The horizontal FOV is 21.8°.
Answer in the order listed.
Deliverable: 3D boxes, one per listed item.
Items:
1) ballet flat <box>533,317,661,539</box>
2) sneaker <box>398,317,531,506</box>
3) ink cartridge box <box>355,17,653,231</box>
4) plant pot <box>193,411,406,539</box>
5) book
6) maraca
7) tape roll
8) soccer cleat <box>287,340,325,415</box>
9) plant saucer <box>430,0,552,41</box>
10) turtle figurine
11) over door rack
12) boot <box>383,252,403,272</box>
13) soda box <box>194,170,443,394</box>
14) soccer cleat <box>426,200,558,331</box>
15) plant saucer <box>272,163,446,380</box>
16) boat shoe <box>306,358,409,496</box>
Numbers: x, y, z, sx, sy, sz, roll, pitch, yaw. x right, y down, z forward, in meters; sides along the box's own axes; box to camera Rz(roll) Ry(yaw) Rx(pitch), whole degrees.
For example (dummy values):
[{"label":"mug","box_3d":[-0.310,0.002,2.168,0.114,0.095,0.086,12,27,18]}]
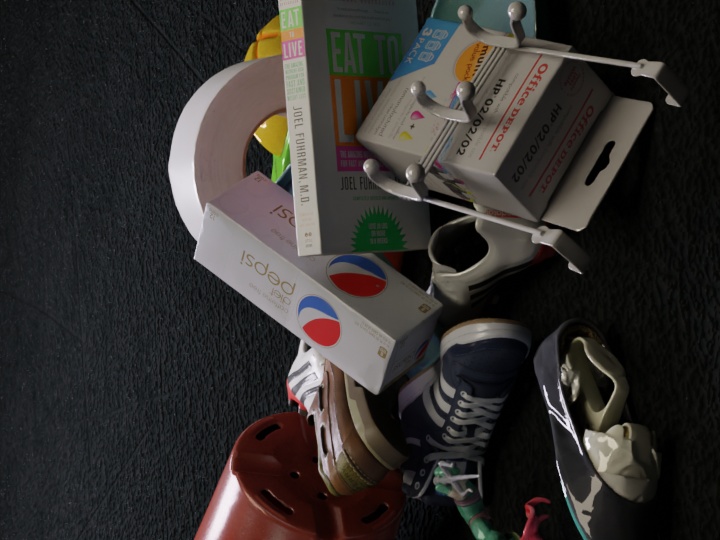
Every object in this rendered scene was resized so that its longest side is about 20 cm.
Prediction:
[{"label":"ballet flat","box_3d":[0.167,0.112,1.285,0.201,0.072,0.073,-104,32,-42]},{"label":"sneaker","box_3d":[0.082,0.118,1.458,0.200,0.069,0.110,128,147,-59]},{"label":"ink cartridge box","box_3d":[0.104,-0.110,1.375,0.199,0.068,0.116,19,74,47]},{"label":"plant pot","box_3d":[-0.057,0.239,1.553,0.202,0.199,0.197,-113,34,-48]},{"label":"book","box_3d":[-0.007,-0.114,1.450,0.048,0.133,0.202,-6,89,39]},{"label":"maraca","box_3d":[-0.066,-0.161,1.816,0.137,0.106,0.202,-94,14,-65]},{"label":"tape roll","box_3d":[-0.070,-0.095,1.694,0.071,0.200,0.205,-176,93,-66]},{"label":"soccer cleat","box_3d":[-0.017,0.105,1.667,0.200,0.068,0.086,-143,59,-67]},{"label":"plant saucer","box_3d":[0.106,-0.167,1.528,0.200,0.036,0.202,-173,90,-65]},{"label":"turtle figurine","box_3d":[0.082,0.232,1.397,0.200,0.100,0.151,114,169,-64]},{"label":"over door rack","box_3d":[0.104,-0.102,1.270,0.199,0.067,0.149,24,78,43]},{"label":"boot","box_3d":[0.012,-0.049,1.629,0.107,0.074,0.202,172,104,-78]},{"label":"soda box","box_3d":[-0.035,0.009,1.485,0.199,0.068,0.064,35,133,20]},{"label":"soccer cleat","box_3d":[0.081,-0.002,1.478,0.200,0.084,0.069,-44,45,53]},{"label":"plant saucer","box_3d":[0.000,0.000,1.518,0.200,0.019,0.070,51,146,4]},{"label":"boat shoe","box_3d":[-0.014,0.112,1.506,0.068,0.072,0.200,-40,17,10]}]
